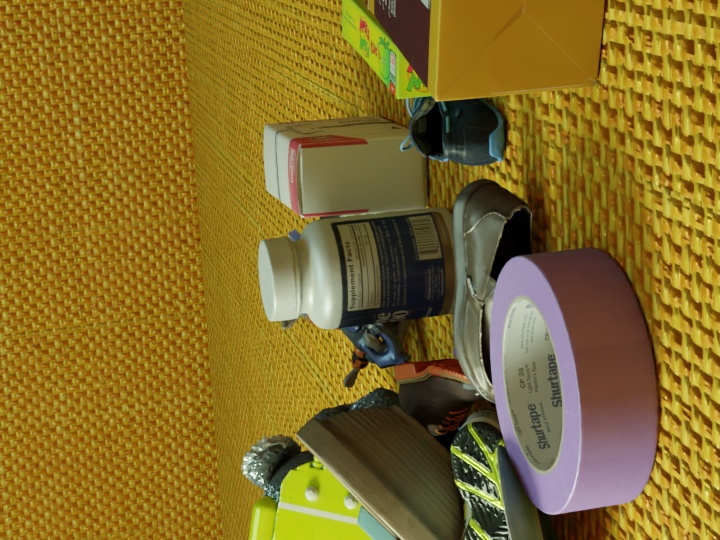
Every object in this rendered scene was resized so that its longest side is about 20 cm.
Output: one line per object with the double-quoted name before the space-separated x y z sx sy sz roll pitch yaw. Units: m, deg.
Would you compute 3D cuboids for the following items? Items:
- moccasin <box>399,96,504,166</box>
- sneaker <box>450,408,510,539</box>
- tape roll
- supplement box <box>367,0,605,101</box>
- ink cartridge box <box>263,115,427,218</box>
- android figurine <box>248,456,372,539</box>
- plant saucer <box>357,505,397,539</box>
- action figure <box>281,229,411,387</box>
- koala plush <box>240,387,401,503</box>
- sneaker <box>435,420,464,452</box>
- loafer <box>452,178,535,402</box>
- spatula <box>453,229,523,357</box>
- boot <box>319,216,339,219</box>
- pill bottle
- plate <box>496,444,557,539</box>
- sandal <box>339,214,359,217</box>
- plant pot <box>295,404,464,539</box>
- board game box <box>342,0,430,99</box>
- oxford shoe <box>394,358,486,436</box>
"moccasin" 0.076 -0.144 1.448 0.200 0.067 0.082 -148 53 -74
"sneaker" 0.131 0.225 1.430 0.076 0.074 0.203 -49 -43 -66
"tape roll" 0.163 0.086 1.200 0.200 0.065 0.203 173 90 -77
"supplement box" 0.094 -0.265 1.180 0.201 0.131 0.200 -117 24 -57
"ink cartridge box" -0.022 -0.119 1.708 0.200 0.144 0.084 -141 47 -71
"android figurine" -0.032 0.285 1.621 0.041 0.180 0.203 3 -83 -71
"plant saucer" 0.053 0.299 1.534 0.070 0.019 0.200 39 172 38
"action figure" -0.012 0.031 1.773 0.201 0.104 0.193 53 137 0
"koala plush" -0.029 0.235 1.727 0.179 0.198 0.184 62 145 13
"sneaker" 0.087 0.220 1.562 0.089 0.074 0.202 104 155 -54
"loafer" 0.123 0.025 1.319 0.071 0.072 0.203 16 122 53
"spatula" 0.120 0.016 1.416 0.201 0.020 0.057 109 176 -54
"boot" -0.017 -0.055 1.875 0.097 0.074 0.202 100 161 -58
"pill bottle" 0.000 0.000 1.555 0.111 0.197 0.113 174 90 -77
"plate" 0.153 0.243 1.289 0.200 0.025 0.203 -16 -90 -82
"sandal" -0.043 -0.027 1.821 0.211 0.069 0.079 -38 62 43
"plant pot" 0.037 0.196 1.475 0.201 0.093 0.201 43 173 6
"board game box" 0.055 -0.218 1.434 0.200 0.100 0.048 -122 28 -61
"oxford shoe" 0.092 0.123 1.484 0.200 0.070 0.074 167 98 -72
